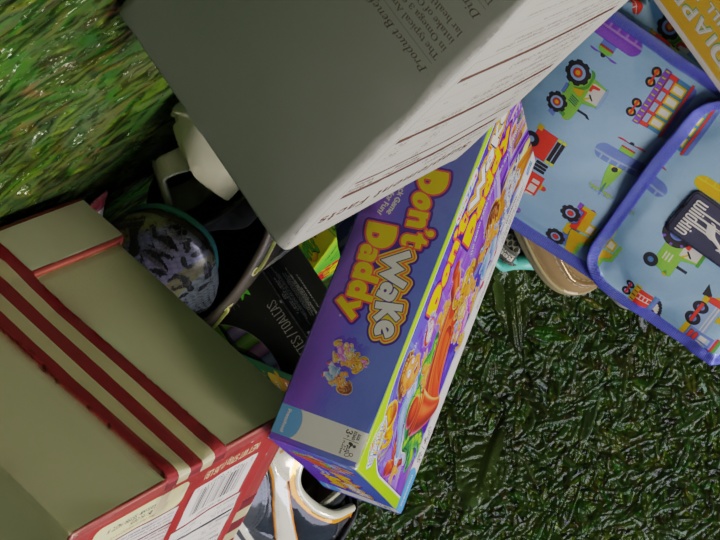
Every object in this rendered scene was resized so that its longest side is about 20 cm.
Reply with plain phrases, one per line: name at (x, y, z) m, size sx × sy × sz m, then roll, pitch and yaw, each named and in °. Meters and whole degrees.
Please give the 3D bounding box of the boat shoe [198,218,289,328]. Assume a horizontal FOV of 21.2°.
boat shoe at (-0.113, 0.011, 1.162) m, size 0.201 × 0.072 × 0.061 m, roll -46°, pitch 172°, yaw 18°

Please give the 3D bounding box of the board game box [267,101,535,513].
board game box at (0.025, 0.008, 0.933) m, size 0.134 × 0.045 × 0.200 m, roll 57°, pitch 53°, yaw -72°

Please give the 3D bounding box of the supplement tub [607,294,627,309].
supplement tub at (0.185, -0.090, 1.348) m, size 0.145 × 0.200 × 0.145 m, roll -35°, pitch 174°, yaw -4°

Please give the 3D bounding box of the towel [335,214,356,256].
towel at (0.000, 0.000, 1.121) m, size 0.024 × 0.200 × 0.145 m, roll -11°, pitch 171°, yaw -8°

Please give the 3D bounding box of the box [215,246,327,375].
box at (-0.111, 0.076, 1.266) m, size 0.200 × 0.149 × 0.124 m, roll -36°, pitch 172°, yaw 13°

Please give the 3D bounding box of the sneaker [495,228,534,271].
sneaker at (0.079, -0.045, 1.222) m, size 0.200 × 0.091 × 0.078 m, roll 15°, pitch 125°, yaw -24°

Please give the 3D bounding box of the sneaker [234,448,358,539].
sneaker at (-0.037, 0.135, 1.069) m, size 0.079 × 0.078 × 0.200 m, roll -22°, pitch 150°, yaw 0°

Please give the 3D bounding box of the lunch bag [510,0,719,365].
lunch bag at (0.174, -0.052, 1.044) m, size 0.094 × 0.200 × 0.151 m, roll -35°, pitch 161°, yaw -50°

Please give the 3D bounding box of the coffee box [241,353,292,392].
coffee box at (-0.085, 0.102, 1.103) m, size 0.123 × 0.044 × 0.200 m, roll -37°, pitch 151°, yaw 16°

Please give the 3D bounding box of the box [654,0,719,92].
box at (0.193, -0.163, 0.874) m, size 0.101 × 0.200 × 0.112 m, roll -32°, pitch 173°, yaw -26°

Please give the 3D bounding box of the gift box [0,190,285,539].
gift box at (-0.157, 0.073, 0.912) m, size 0.184 × 0.187 × 0.200 m, roll -23°, pitch 147°, yaw -53°

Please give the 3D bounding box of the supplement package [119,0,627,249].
supplement package at (0.023, -0.118, 0.705) m, size 0.117 × 0.117 × 0.200 m, roll -29°, pitch 172°, yaw -43°

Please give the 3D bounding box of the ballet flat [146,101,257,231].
ballet flat at (-0.062, -0.059, 0.945) m, size 0.068 × 0.068 × 0.200 m, roll -17°, pitch 166°, yaw -24°

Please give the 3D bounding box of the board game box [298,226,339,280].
board game box at (0.000, -0.052, 1.357) m, size 0.102 × 0.048 × 0.200 m, roll -32°, pitch 172°, yaw -22°

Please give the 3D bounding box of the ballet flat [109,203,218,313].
ballet flat at (-0.126, 0.020, 1.042) m, size 0.072 × 0.072 × 0.200 m, roll -32°, pitch 180°, yaw -21°

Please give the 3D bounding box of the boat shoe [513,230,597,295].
boat shoe at (0.128, -0.079, 1.165) m, size 0.071 × 0.200 × 0.064 m, roll -19°, pitch -163°, yaw -30°
